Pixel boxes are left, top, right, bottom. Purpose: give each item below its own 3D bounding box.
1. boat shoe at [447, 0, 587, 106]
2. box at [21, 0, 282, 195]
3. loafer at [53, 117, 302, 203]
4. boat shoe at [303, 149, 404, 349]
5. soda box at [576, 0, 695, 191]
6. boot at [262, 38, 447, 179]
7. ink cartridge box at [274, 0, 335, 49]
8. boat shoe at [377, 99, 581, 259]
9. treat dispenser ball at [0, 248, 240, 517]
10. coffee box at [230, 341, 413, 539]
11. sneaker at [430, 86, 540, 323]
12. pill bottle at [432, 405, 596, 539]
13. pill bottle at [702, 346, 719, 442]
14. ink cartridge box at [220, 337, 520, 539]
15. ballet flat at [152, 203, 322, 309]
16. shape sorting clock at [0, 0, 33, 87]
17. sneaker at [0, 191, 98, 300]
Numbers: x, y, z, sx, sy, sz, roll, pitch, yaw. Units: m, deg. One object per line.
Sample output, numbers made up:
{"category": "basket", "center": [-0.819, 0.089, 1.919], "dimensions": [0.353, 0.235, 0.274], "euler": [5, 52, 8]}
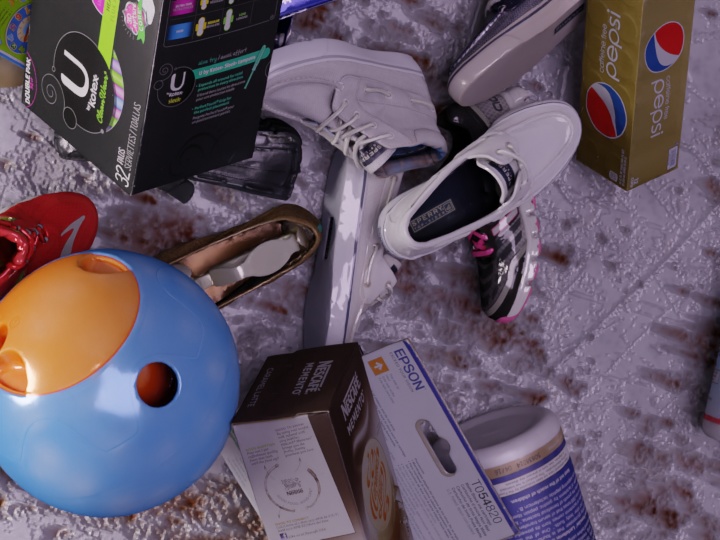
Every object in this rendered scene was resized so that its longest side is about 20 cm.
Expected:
{"category": "boat shoe", "center": [0.128, -0.226, 1.572], "dimensions": [0.200, 0.075, 0.093], "euler": [-39, 73, -17]}
{"category": "box", "center": [-0.153, -0.187, 1.395], "dimensions": [0.124, 0.148, 0.200], "euler": [-21, 137, -39]}
{"category": "loafer", "center": [-0.145, -0.088, 1.505], "dimensions": [0.200, 0.068, 0.071], "euler": [3, 108, -14]}
{"category": "boat shoe", "center": [0.000, 0.000, 1.563], "dimensions": [0.070, 0.071, 0.201], "euler": [9, 87, -18]}
{"category": "soda box", "center": [0.229, -0.173, 1.567], "dimensions": [0.064, 0.068, 0.200], "euler": [-23, 131, -30]}
{"category": "boot", "center": [-0.006, -0.124, 1.495], "dimensions": [0.200, 0.074, 0.096], "euler": [-5, 63, -46]}
{"category": "ink cartridge box", "center": [-0.075, -0.268, 1.474], "dimensions": [0.076, 0.136, 0.200], "euler": [-20, 101, -11]}
{"category": "boat shoe", "center": [0.107, -0.071, 1.515], "dimensions": [0.200, 0.065, 0.074], "euler": [-39, 100, -15]}
{"category": "treat dispenser ball", "center": [-0.191, 0.084, 1.413], "dimensions": [0.200, 0.201, 0.201], "euler": [-2, 96, -17]}
{"category": "coffee box", "center": [-0.024, 0.173, 1.461], "dimensions": [0.080, 0.114, 0.200], "euler": [-9, 113, 16]}
{"category": "sneaker", "center": [0.100, -0.055, 1.586], "dimensions": [0.087, 0.074, 0.201], "euler": [-1, 91, -18]}
{"category": "pill bottle", "center": [0.141, 0.226, 1.603], "dimensions": [0.115, 0.116, 0.200], "euler": [-22, 101, -15]}
{"category": "pill bottle", "center": [0.376, 0.062, 1.665], "dimensions": [0.108, 0.109, 0.201], "euler": [12, 91, -18]}
{"category": "ink cartridge box", "center": [0.003, 0.162, 1.539], "dimensions": [0.200, 0.041, 0.200], "euler": [-23, 106, 22]}
{"category": "ballet flat", "center": [-0.116, 0.005, 1.522], "dimensions": [0.200, 0.072, 0.068], "euler": [-24, 101, -14]}
{"category": "shape sorting clock", "center": [-0.245, -0.228, 1.424], "dimensions": [0.200, 0.039, 0.200], "euler": [-28, 139, -27]}
{"category": "sneaker", "center": [-0.268, -0.011, 1.437], "dimensions": [0.200, 0.085, 0.077], "euler": [-30, 94, -43]}
